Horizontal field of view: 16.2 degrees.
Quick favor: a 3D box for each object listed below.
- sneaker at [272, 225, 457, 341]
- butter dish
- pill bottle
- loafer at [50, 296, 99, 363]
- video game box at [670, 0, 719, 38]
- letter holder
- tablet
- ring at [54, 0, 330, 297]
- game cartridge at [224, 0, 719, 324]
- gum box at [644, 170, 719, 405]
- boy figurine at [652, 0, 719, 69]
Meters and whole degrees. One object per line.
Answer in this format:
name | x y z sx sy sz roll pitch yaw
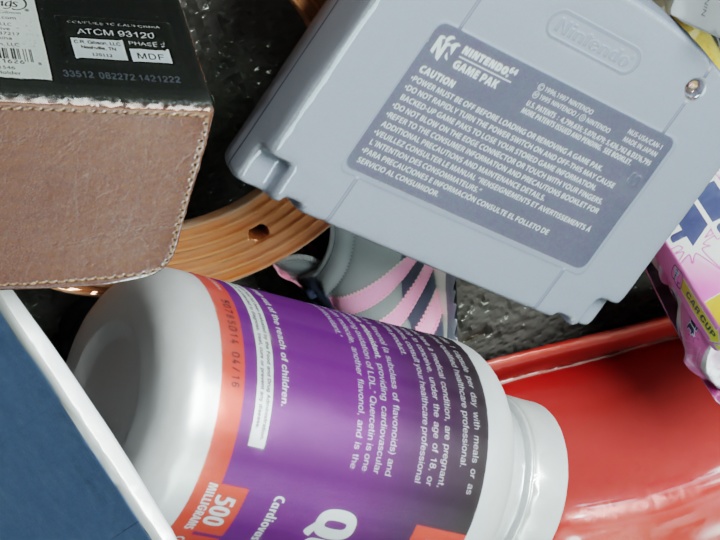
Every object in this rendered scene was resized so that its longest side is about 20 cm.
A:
sneaker | 0.000 0.000 1.089 0.081 0.070 0.201 -5 133 -3
butter dish | 0.125 0.134 1.235 0.199 0.148 0.200 -13 138 -18
pill bottle | -0.017 0.072 1.022 0.199 0.113 0.113 15 126 -30
loafer | -0.125 0.098 1.107 0.070 0.068 0.201 13 123 -29
video game box | 0.232 -0.171 0.998 0.199 0.047 0.184 3 112 -33
letter holder | -0.169 -0.037 0.882 0.198 0.101 0.143 2 131 -21
tablet | -0.152 0.087 0.992 0.014 0.131 0.200 -33 178 -41
ring | -0.080 -0.070 0.963 0.199 0.019 0.201 -7 131 -9
game cartridge | 0.057 -0.061 0.981 0.199 0.041 0.133 22 115 -39
gum box | 0.218 -0.029 1.138 0.199 0.114 0.066 -24 142 -5
boy figurine | 0.128 -0.078 1.072 0.199 0.065 0.125 -30 144 -4
